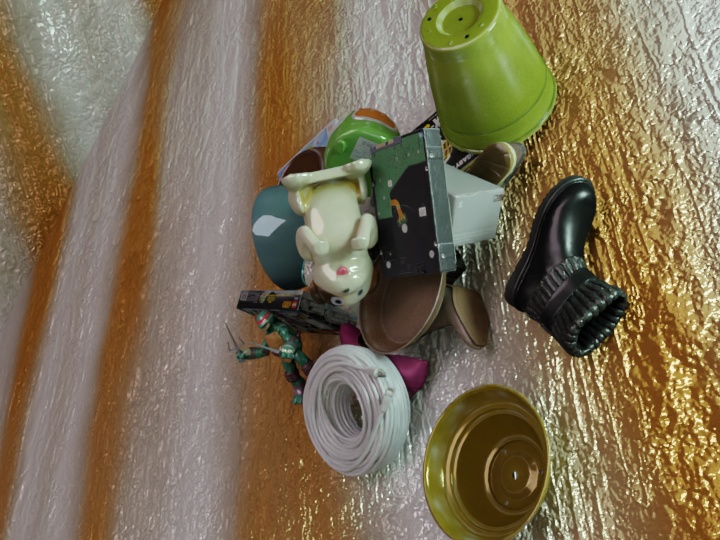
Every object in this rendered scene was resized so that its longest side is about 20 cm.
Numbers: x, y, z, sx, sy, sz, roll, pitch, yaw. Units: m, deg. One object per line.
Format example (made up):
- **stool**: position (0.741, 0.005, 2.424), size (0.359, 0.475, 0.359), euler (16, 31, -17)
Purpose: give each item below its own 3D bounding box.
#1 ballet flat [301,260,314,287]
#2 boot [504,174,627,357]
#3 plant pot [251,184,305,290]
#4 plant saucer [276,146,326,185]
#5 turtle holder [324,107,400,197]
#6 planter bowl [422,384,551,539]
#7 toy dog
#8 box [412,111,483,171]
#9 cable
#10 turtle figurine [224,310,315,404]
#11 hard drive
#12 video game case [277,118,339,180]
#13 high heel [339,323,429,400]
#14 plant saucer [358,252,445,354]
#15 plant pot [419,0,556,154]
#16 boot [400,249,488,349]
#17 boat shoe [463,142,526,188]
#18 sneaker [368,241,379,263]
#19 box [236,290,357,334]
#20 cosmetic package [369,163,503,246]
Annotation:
- **ballet flat**: position (-0.053, -0.059, 1.273), size (0.071, 0.071, 0.203), euler (-21, 52, 41)
- **boot**: position (0.289, -0.008, 0.986), size (0.158, 0.078, 0.214), euler (40, 112, 59)
- **plant pot**: position (-0.093, -0.074, 1.404), size (0.133, 0.200, 0.203), euler (-13, 59, 27)
- **plant saucer**: position (-0.123, -0.175, 1.574), size (0.199, 0.034, 0.203), euler (-25, 52, 37)
- **turtle holder**: position (0.009, -0.201, 1.334), size (0.138, 0.187, 0.133), euler (0, 47, 11)
- **planter bowl**: position (0.180, 0.257, 0.966), size (0.199, 0.083, 0.203), euler (-28, 50, 38)
- **toy dog**: position (-0.043, -0.046, 1.151), size (0.194, 0.137, 0.204), euler (154, 104, -75)
- **box**: position (0.140, -0.197, 1.299), size (0.199, 0.049, 0.162), euler (-35, 44, 33)
- **cable**: position (-0.010, 0.217, 1.178), size (0.199, 0.068, 0.204), euler (27, 113, 44)
- **turtle figurine**: position (-0.141, 0.142, 1.323), size (0.101, 0.201, 0.149), euler (-48, 17, -31)
- **hard drive**: position (0.074, -0.094, 1.096), size (0.139, 0.037, 0.204), euler (-8, 89, 55)
- **video game case**: position (-0.105, -0.202, 1.612), size (0.199, 0.022, 0.184), euler (-37, 45, 31)
- **high heel**: position (0.039, 0.127, 1.218), size (0.200, 0.067, 0.097), euler (46, 116, 36)
- **plant saucer**: position (0.071, 0.035, 1.161), size (0.200, 0.036, 0.203), euler (-35, 45, 43)
- **plant pot**: position (0.182, -0.320, 1.155), size (0.197, 0.193, 0.203), euler (-15, 54, 22)
- **boot**: position (0.118, 0.067, 1.170), size (0.146, 0.069, 0.202), euler (-43, 41, 35)
- **boat shoe**: position (0.192, -0.135, 1.191), size (0.200, 0.064, 0.074), euler (-38, 71, 53)
- **sneaker**: position (0.000, 0.000, 1.293), size (0.198, 0.085, 0.079), euler (-26, 40, 14)
- **box**: position (-0.119, 0.077, 1.378), size (0.198, 0.136, 0.041), euler (-2, 67, 49)
- **cosmetic package**: position (0.114, -0.114, 1.160), size (0.199, 0.105, 0.092), euler (38, 129, 46)
